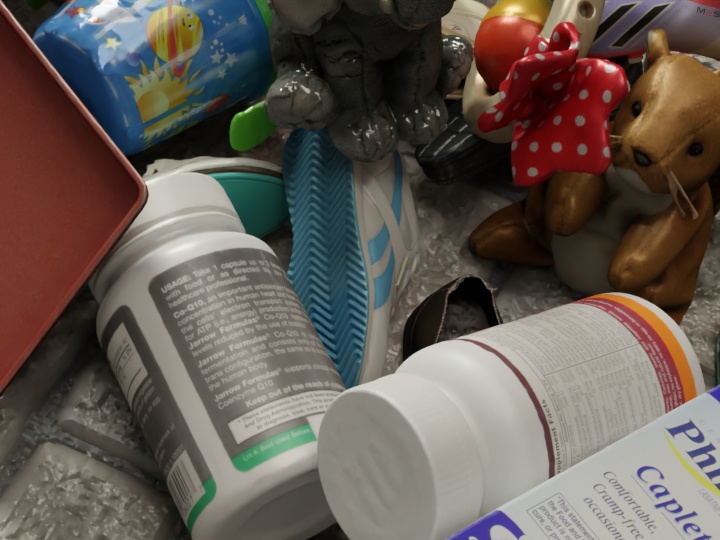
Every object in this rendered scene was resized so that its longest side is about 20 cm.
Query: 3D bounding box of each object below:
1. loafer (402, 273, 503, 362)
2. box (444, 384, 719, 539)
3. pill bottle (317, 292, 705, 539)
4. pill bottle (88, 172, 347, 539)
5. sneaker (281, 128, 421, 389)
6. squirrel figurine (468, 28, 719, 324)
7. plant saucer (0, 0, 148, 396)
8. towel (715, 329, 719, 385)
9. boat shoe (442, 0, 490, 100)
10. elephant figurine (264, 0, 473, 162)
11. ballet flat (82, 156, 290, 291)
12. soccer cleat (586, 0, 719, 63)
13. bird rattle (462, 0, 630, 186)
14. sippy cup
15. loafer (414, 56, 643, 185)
[{"bbox_3d":[0.060,0.085,1.060,0.073,0.071,0.200,0,52,-13],"label":"loafer"},{"bbox_3d":[0.126,0.181,0.927,0.200,0.184,0.105,-25,60,-29],"label":"box"},{"bbox_3d":[0.081,0.083,0.958,0.200,0.110,0.110,-15,56,-40],"label":"pill bottle"},{"bbox_3d":[-0.079,0.051,1.018,0.113,0.113,0.200,-17,63,-25],"label":"pill bottle"},{"bbox_3d":[0.000,0.000,1.107,0.081,0.076,0.200,26,57,-43],"label":"sneaker"},{"bbox_3d":[0.193,-0.073,1.141,0.142,0.187,0.200,41,54,19],"label":"squirrel figurine"},{"bbox_3d":[-0.218,-0.038,1.037,0.200,0.200,0.037,49,23,24],"label":"plant saucer"},{"bbox_3d":[0.320,0.109,1.136,0.200,0.022,0.147,11,51,-5],"label":"towel"},{"bbox_3d":[0.003,-0.152,1.232,0.200,0.074,0.069,2,46,-13],"label":"boat shoe"},{"bbox_3d":[0.013,-0.172,1.038,0.155,0.200,0.142,24,54,11],"label":"elephant figurine"},{"bbox_3d":[-0.136,-0.035,1.118,0.200,0.069,0.069,-21,60,-26],"label":"ballet flat"},{"bbox_3d":[0.201,-0.172,1.181,0.200,0.077,0.067,10,40,11],"label":"soccer cleat"},{"bbox_3d":[0.116,-0.135,1.101,0.113,0.163,0.200,17,71,-18],"label":"bird rattle"},{"bbox_3d":[-0.133,-0.141,1.155,0.130,0.140,0.178,-40,27,-30],"label":"sippy cup"},{"bbox_3d":[0.122,-0.098,1.219,0.200,0.072,0.073,-30,24,-28],"label":"loafer"}]
